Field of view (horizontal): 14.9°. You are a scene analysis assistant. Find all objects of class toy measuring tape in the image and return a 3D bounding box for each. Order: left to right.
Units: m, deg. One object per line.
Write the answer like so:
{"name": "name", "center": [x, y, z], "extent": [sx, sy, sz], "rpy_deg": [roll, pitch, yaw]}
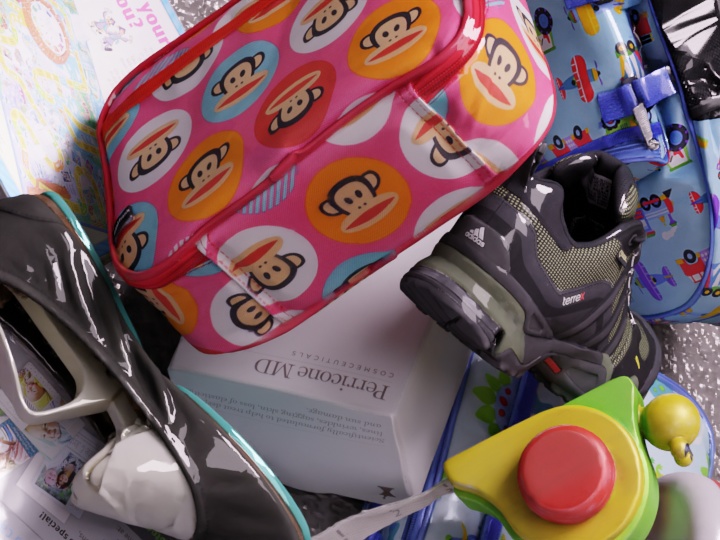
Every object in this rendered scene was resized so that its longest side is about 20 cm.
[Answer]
{"name": "toy measuring tape", "center": [0.060, 0.113, 1.184], "extent": [0.199, 0.074, 0.074], "rpy_deg": [-27, 86, 5]}

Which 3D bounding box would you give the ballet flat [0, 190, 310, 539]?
{"name": "ballet flat", "center": [-0.106, 0.060, 1.154], "extent": [0.068, 0.068, 0.200], "rpy_deg": [-35, 81, -29]}

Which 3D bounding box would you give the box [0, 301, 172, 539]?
{"name": "box", "center": [-0.141, 0.126, 1.163], "extent": [0.156, 0.041, 0.200], "rpy_deg": [44, 51, -11]}

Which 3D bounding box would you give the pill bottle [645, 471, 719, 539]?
{"name": "pill bottle", "center": [0.201, 0.176, 1.217], "extent": [0.199, 0.116, 0.117], "rpy_deg": [25, 58, -19]}

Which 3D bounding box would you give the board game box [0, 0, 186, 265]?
{"name": "board game box", "center": [-0.145, -0.101, 1.260], "extent": [0.134, 0.034, 0.201], "rpy_deg": [-26, 87, -39]}

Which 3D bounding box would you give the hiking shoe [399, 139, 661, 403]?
{"name": "hiking shoe", "center": [0.099, 0.003, 1.207], "extent": [0.076, 0.101, 0.200], "rpy_deg": [39, 8, 27]}

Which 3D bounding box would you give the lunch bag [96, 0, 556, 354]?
{"name": "lunch bag", "center": [-0.019, -0.074, 1.177], "extent": [0.082, 0.199, 0.177], "rpy_deg": [45, 19, -33]}

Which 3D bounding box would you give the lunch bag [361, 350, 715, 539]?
{"name": "lunch bag", "center": [0.078, 0.124, 1.292], "extent": [0.160, 0.082, 0.201], "rpy_deg": [30, 55, -17]}

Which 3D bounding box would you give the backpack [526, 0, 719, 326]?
{"name": "backpack", "center": [0.141, -0.061, 1.359], "extent": [0.134, 0.182, 0.201], "rpy_deg": [-18, 93, -30]}

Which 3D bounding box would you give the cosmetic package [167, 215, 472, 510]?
{"name": "cosmetic package", "center": [0.000, 0.000, 1.259], "extent": [0.112, 0.081, 0.201], "rpy_deg": [9, 53, 16]}
